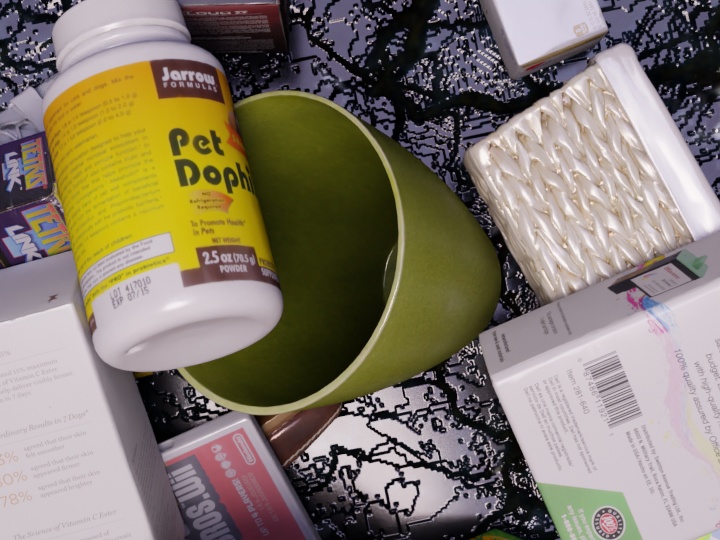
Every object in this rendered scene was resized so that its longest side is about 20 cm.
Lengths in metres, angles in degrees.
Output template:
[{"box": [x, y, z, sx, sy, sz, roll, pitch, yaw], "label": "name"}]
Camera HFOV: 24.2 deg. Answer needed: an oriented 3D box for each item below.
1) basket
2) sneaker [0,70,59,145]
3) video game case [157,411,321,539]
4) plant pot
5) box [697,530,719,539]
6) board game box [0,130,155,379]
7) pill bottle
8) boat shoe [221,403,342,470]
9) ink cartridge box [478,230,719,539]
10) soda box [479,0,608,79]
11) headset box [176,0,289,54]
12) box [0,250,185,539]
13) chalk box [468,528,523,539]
[{"box": [0.162, -0.027, 1.091, 0.123, 0.136, 0.201, -30, 89, 1], "label": "basket"}, {"box": [-0.225, -0.074, 1.101, 0.200, 0.115, 0.075, -41, 89, -1], "label": "sneaker"}, {"box": [-0.132, 0.184, 1.086, 0.199, 0.017, 0.144, -24, 117, 6], "label": "video game case"}, {"box": [0.000, 0.000, 1.050, 0.186, 0.200, 0.189, -5, 81, 33], "label": "plant pot"}, {"box": [0.264, 0.191, 1.100, 0.199, 0.101, 0.113, 28, 89, 1], "label": "box"}, {"box": [-0.237, 0.015, 1.058, 0.164, 0.200, 0.057, -18, 53, 1], "label": "board game box"}, {"box": [-0.116, -0.052, 0.948, 0.108, 0.109, 0.201, -16, 74, 0], "label": "pill bottle"}, {"box": [-0.090, 0.141, 1.121, 0.199, 0.070, 0.070, -35, 105, 8], "label": "boat shoe"}, {"box": [0.190, 0.073, 0.990, 0.199, 0.084, 0.146, -23, 107, 6], "label": "ink cartridge box"}, {"box": [0.098, -0.236, 1.132, 0.068, 0.064, 0.201, -21, 89, 0], "label": "soda box"}, {"box": [-0.085, -0.226, 1.064, 0.077, 0.200, 0.150, -2, 89, 0], "label": "headset box"}, {"box": [-0.191, 0.106, 0.985, 0.123, 0.098, 0.201, -14, 110, 3], "label": "box"}, {"box": [0.094, 0.251, 1.062, 0.123, 0.200, 0.126, 23, 104, 27], "label": "chalk box"}]
